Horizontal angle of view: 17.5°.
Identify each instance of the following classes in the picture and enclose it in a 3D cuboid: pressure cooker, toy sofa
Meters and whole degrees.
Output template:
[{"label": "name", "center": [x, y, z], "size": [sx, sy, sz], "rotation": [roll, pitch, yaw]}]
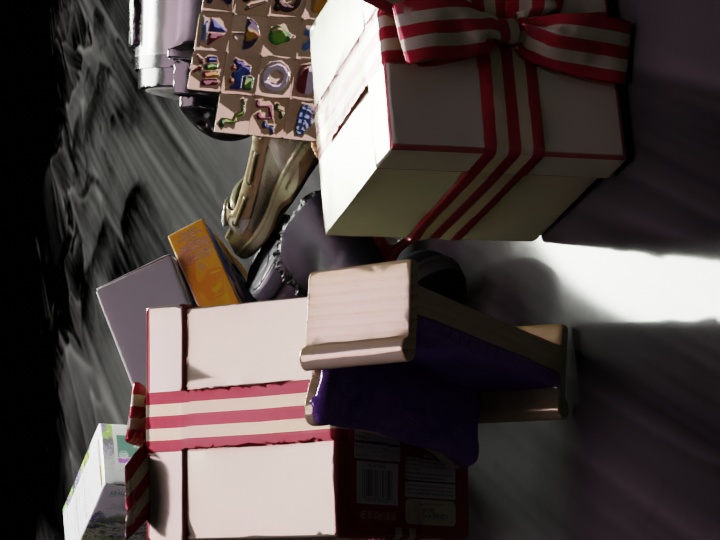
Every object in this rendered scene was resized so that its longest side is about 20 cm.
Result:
[{"label": "pressure cooker", "center": [-0.115, -0.216, 2.077], "size": [0.178, 0.175, 0.201], "rotation": [5, 92, 61]}, {"label": "toy sofa", "center": [0.051, 0.064, 1.499], "size": [0.083, 0.200, 0.098], "rotation": [-7, 72, 35]}]

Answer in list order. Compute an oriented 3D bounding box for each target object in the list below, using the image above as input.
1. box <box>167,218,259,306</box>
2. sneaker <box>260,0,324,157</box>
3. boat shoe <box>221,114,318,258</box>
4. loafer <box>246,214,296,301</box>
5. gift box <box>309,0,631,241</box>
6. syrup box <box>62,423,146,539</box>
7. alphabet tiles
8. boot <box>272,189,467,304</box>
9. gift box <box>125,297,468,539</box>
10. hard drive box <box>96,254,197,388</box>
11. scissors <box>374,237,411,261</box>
[{"label": "box", "center": [-0.100, 0.063, 2.047], "size": [0.200, 0.041, 0.119], "rotation": [63, -176, 26]}, {"label": "sneaker", "center": [-0.009, -0.146, 1.938], "size": [0.075, 0.088, 0.201], "rotation": [-29, 69, 18]}, {"label": "boat shoe", "center": [-0.085, -0.076, 2.018], "size": [0.073, 0.063, 0.201], "rotation": [-57, 2, -27]}, {"label": "loafer", "center": [-0.060, 0.002, 2.046], "size": [0.072, 0.063, 0.200], "rotation": [-58, 7, 8]}, {"label": "gift box", "center": [0.061, -0.138, 1.543], "size": [0.187, 0.184, 0.201], "rotation": [133, 131, -64]}, {"label": "syrup box", "center": [-0.270, 0.253, 2.585], "size": [0.200, 0.078, 0.082], "rotation": [117, 150, -50]}, {"label": "alphabet tiles", "center": [-0.049, -0.189, 1.913], "size": [0.199, 0.006, 0.167], "rotation": [7, 85, 27]}, {"label": "boot", "center": [0.000, 0.000, 1.797], "size": [0.169, 0.076, 0.200], "rotation": [61, 153, 27]}, {"label": "gift box", "center": [-0.049, 0.120, 1.595], "size": [0.186, 0.184, 0.201], "rotation": [-5, 77, 36]}, {"label": "hard drive box", "center": [-0.146, 0.104, 2.069], "size": [0.201, 0.077, 0.156], "rotation": [66, -174, 15]}, {"label": "scissors", "center": [0.010, 0.016, 1.887], "size": [0.073, 0.014, 0.201], "rotation": [31, 123, 38]}]
